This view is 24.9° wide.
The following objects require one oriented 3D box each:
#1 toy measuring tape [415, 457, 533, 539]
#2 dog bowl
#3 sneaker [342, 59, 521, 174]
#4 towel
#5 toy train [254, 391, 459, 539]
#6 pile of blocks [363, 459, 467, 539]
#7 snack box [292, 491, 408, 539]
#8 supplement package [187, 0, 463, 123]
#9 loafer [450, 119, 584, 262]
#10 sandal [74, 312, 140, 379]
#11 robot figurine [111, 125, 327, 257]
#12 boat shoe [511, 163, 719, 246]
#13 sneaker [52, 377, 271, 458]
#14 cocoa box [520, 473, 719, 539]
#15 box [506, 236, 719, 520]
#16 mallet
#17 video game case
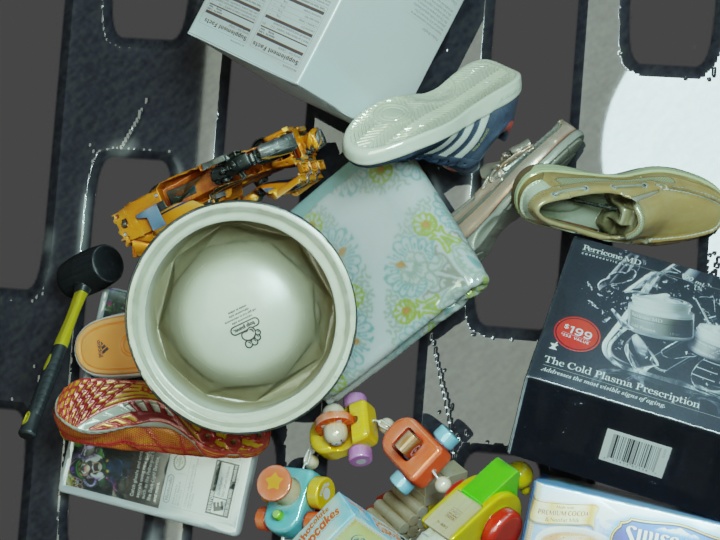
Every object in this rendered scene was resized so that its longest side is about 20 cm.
[{"bbox_3d":[0.077,0.236,1.393,0.200,0.074,0.074,-39,81,-22],"label":"toy measuring tape"},{"bbox_3d":[-0.102,0.038,1.423,0.199,0.074,0.201,0,92,0],"label":"dog bowl"},{"bbox_3d":[0.067,-0.115,1.445,0.075,0.200,0.085,35,138,38],"label":"sneaker"},{"bbox_3d":[0.000,0.000,1.480,0.200,0.048,0.172,-39,69,18],"label":"towel"},{"bbox_3d":[-0.016,0.184,1.458,0.200,0.056,0.150,-43,46,4],"label":"toy train"},{"bbox_3d":[0.021,0.251,1.491,0.200,0.082,0.062,-47,38,-5],"label":"pile of blocks"},{"bbox_3d":[0.008,0.285,1.427,0.116,0.200,0.037,-46,39,4],"label":"snack box"},{"bbox_3d":[-0.018,-0.250,1.446,0.150,0.152,0.201,29,92,38],"label":"supplement package"},{"bbox_3d":[0.117,-0.067,1.483,0.063,0.072,0.200,44,97,16],"label":"loafer"},{"bbox_3d":[-0.176,0.063,1.493,0.206,0.059,0.080,-13,85,15],"label":"sandal"},{"bbox_3d":[-0.119,-0.075,1.489,0.199,0.145,0.058,-23,90,16],"label":"robot figurine"},{"bbox_3d":[0.234,-0.049,1.427,0.199,0.076,0.072,0,110,-13],"label":"boat shoe"},{"bbox_3d":[-0.181,0.136,1.502,0.199,0.077,0.073,10,68,-5],"label":"sneaker"},{"bbox_3d":[0.235,0.261,1.410,0.199,0.133,0.132,12,88,10],"label":"cocoa box"},{"bbox_3d":[0.247,0.088,1.386,0.199,0.182,0.104,16,134,9],"label":"box"},{"bbox_3d":[-0.280,0.066,1.504,0.041,0.066,0.201,37,59,-29],"label":"mallet"},{"bbox_3d":[-0.178,0.132,1.541,0.181,0.023,0.201,13,90,9],"label":"video game case"}]
